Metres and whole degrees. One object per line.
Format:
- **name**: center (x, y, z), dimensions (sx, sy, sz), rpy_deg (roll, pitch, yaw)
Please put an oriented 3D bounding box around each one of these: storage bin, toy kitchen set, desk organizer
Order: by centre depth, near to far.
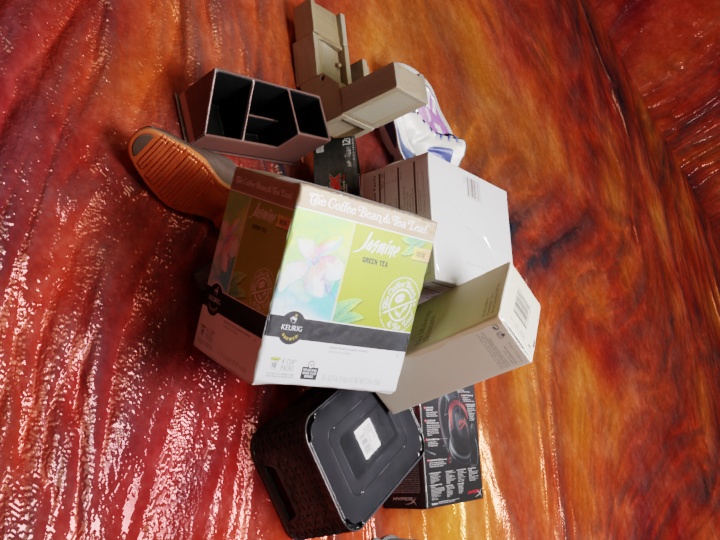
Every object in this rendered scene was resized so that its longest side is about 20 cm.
- **storage bin**: center (-0.020, 0.207, 0.913), dimensions (0.199, 0.092, 0.138), rpy_deg (-31, 98, -55)
- **desk organizer**: center (-0.132, -0.193, 0.983), dimensions (0.198, 0.076, 0.074), rpy_deg (-1, 73, -53)
- **toy kitchen set**: center (0.018, -0.309, 1.155), dimensions (0.161, 0.177, 0.206), rpy_deg (10, 68, -51)

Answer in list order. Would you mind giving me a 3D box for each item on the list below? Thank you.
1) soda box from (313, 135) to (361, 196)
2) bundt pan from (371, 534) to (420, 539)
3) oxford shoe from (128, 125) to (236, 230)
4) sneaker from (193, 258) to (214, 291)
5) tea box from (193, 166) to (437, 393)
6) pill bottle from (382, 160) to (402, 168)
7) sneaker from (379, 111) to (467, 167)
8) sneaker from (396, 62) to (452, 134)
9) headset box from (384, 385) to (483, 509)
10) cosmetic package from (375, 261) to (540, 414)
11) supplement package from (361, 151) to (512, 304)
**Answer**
- **soda box**: center (-0.028, -0.084, 1.033), dimensions (0.072, 0.061, 0.204), rpy_deg (80, 6, -52)
- **bundt pan**: center (0.068, 0.425, 0.934), dimensions (0.200, 0.075, 0.207), rpy_deg (29, 51, -42)
- **oxford shoe**: center (-0.186, -0.108, 0.890), dimensions (0.199, 0.071, 0.074), rpy_deg (39, 24, -41)
- **sneaker**: center (-0.109, 0.027, 0.901), dimensions (0.198, 0.073, 0.087), rpy_deg (7, 67, -52)
- **tea box**: center (-0.046, 0.013, 0.827), dimensions (0.197, 0.132, 0.202), rpy_deg (10, 96, -41)
- **pill bottle**: center (0.076, -0.053, 1.156), dimensions (0.115, 0.114, 0.205), rpy_deg (28, 51, -42)
- **sneaker**: center (0.109, -0.211, 1.275), dimensions (0.113, 0.080, 0.203), rpy_deg (-28, 104, -15)
- **sneaker**: center (0.097, -0.256, 1.332), dimensions (0.201, 0.072, 0.116), rpy_deg (49, 42, -26)
- **headset box**: center (0.097, 0.216, 1.059), dimensions (0.147, 0.074, 0.206), rpy_deg (11, 72, -51)
- **cosmetic package**: center (0.105, 0.081, 0.896), dimensions (0.074, 0.197, 0.104), rpy_deg (51, 34, -18)
- **supplement package**: center (0.104, -0.040, 1.000), dimensions (0.198, 0.109, 0.160), rpy_deg (15, 68, -50)
